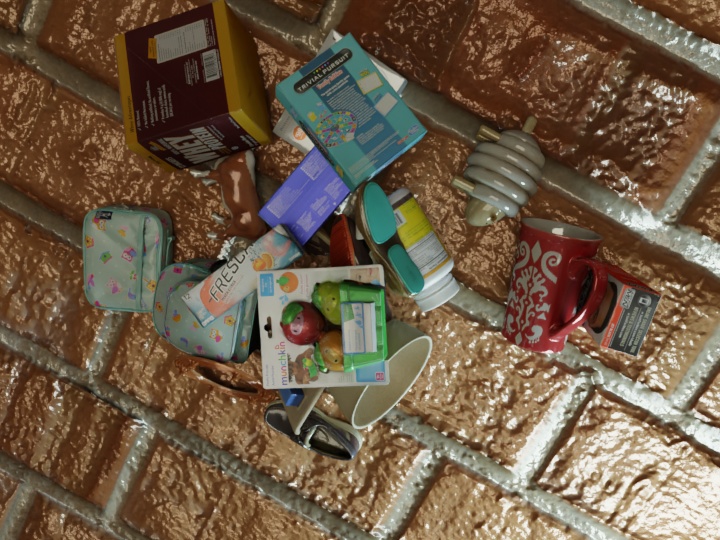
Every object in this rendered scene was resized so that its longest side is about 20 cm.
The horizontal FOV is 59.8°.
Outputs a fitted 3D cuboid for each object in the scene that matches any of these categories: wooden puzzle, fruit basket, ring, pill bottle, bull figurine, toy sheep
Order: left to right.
[{"bbox_3d":[-0.249,0.205,1.143,0.199,0.201,0.019,16,65,5],"label":"ring"},{"bbox_3d":[-0.230,-0.148,1.124,0.121,0.065,0.202,-9,97,14],"label":"bull figurine"},{"bbox_3d":[-0.116,0.154,1.099,0.046,0.186,0.201,8,122,-33],"label":"wooden puzzle"},{"bbox_3d":[-0.059,0.087,0.953,0.198,0.094,0.187,-2,91,1],"label":"fruit basket"},{"bbox_3d":[0.086,-0.033,1.076,0.109,0.109,0.201,-31,95,13],"label":"pill bottle"},{"bbox_3d":[0.231,-0.163,1.023,0.137,0.138,0.201,28,97,2],"label":"toy sheep"}]

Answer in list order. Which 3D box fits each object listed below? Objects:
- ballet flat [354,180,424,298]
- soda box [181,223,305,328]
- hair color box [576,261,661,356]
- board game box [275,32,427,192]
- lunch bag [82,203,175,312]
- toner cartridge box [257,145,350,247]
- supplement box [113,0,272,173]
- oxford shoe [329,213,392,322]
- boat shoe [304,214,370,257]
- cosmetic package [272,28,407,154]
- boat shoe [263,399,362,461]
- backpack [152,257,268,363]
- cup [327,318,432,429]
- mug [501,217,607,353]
[{"bbox_3d":[0.034,-0.043,1.003,0.072,0.068,0.201,-14,110,53],"label":"ballet flat"},{"bbox_3d":[-0.186,0.007,1.008,0.200,0.068,0.064,-37,94,1],"label":"soda box"},{"bbox_3d":[0.398,0.052,0.999,0.061,0.200,0.102,17,102,1],"label":"hair color box"},{"bbox_3d":[-0.015,-0.250,0.998,0.151,0.047,0.200,-38,90,-11],"label":"board game box"},{"bbox_3d":[-0.430,-0.025,1.169,0.159,0.077,0.202,6,102,7],"label":"lunch bag"},{"bbox_3d":[-0.072,-0.139,1.049,0.095,0.043,0.200,42,96,-1],"label":"toner cartridge box"},{"bbox_3d":[-0.274,-0.296,1.035,0.199,0.133,0.199,-14,77,11],"label":"supplement box"},{"bbox_3d":[0.000,0.000,1.052,0.072,0.071,0.201,-6,77,-31],"label":"oxford shoe"},{"bbox_3d":[-0.074,-0.061,1.124,0.199,0.072,0.072,29,133,-5],"label":"boat shoe"},{"bbox_3d":[-0.036,-0.282,1.077,0.150,0.052,0.201,34,104,3],"label":"cosmetic package"},{"bbox_3d":[-0.094,0.306,1.191,0.199,0.065,0.072,22,105,4],"label":"boat shoe"},{"bbox_3d":[-0.277,0.068,1.131,0.199,0.153,0.177,15,106,14],"label":"backpack"},{"bbox_3d":[0.007,0.153,1.098,0.143,0.200,0.201,38,105,25],"label":"cup"},{"bbox_3d":[0.308,0.031,1.028,0.132,0.178,0.201,12,107,4],"label":"mug"}]
